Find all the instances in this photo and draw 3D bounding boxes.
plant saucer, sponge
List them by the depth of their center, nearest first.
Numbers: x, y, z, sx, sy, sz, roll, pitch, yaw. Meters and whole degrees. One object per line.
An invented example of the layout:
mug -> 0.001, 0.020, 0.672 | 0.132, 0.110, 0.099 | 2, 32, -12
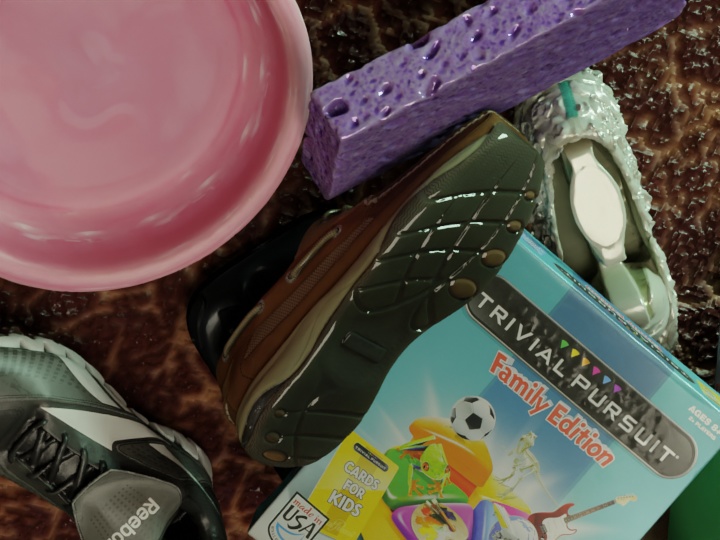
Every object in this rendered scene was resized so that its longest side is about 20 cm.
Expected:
plant saucer -> -0.123, -0.088, 1.400 | 0.199, 0.051, 0.201 | -8, 122, -14
sponge -> 0.067, -0.101, 1.408 | 0.199, 0.030, 0.112 | -29, 169, -9

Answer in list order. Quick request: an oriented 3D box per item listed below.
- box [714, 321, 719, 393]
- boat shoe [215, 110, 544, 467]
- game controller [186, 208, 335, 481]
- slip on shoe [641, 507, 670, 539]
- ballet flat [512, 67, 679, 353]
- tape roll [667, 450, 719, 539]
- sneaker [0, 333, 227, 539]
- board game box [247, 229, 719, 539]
box -> 0.249, 0.081, 1.602 | 0.136, 0.040, 0.201 | -17, 125, -28
boat shoe -> 0.000, 0.000, 1.440 | 0.200, 0.074, 0.076 | -47, 137, 6
game controller -> -0.007, 0.061, 1.538 | 0.104, 0.042, 0.200 | -38, 125, -10
slip on shoe -> 0.124, 0.142, 1.592 | 0.199, 0.061, 0.076 | -1, 120, -32
ballet flat -> 0.119, -0.009, 1.515 | 0.071, 0.072, 0.201 | -23, 125, -3
tape roll -> 0.252, 0.114, 1.565 | 0.200, 0.048, 0.201 | -19, 126, -27
sneaker -> -0.130, 0.096, 1.463 | 0.066, 0.091, 0.200 | -45, 133, 11
board game box -> 0.065, 0.098, 1.488 | 0.151, 0.047, 0.200 | 39, 101, -3
